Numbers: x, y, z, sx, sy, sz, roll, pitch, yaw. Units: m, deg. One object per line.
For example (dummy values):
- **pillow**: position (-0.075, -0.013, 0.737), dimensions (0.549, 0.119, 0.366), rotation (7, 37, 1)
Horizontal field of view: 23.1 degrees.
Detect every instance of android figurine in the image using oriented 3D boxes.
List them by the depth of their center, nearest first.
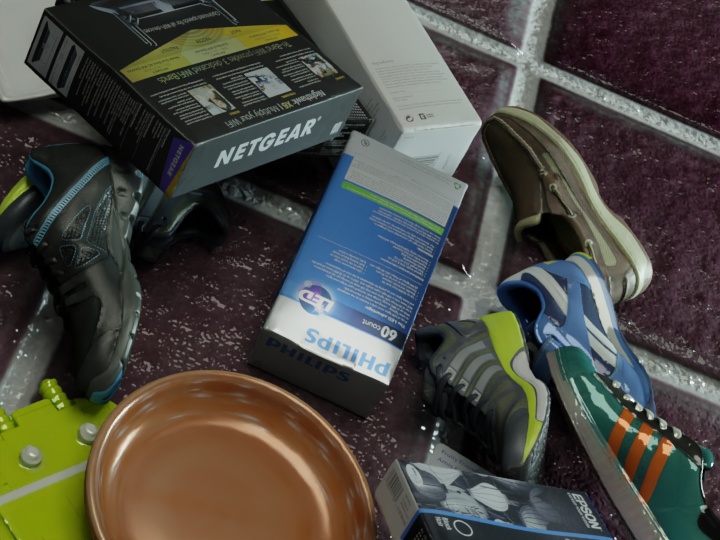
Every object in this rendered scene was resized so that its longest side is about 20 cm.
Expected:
- **android figurine**: position (-0.177, 0.158, 1.153), dimensions (0.182, 0.041, 0.200), rotation (-19, 63, -37)

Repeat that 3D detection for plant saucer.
- **plant saucer**: position (-0.086, 0.159, 1.148), dimensions (0.200, 0.037, 0.200), rotation (14, 51, -18)

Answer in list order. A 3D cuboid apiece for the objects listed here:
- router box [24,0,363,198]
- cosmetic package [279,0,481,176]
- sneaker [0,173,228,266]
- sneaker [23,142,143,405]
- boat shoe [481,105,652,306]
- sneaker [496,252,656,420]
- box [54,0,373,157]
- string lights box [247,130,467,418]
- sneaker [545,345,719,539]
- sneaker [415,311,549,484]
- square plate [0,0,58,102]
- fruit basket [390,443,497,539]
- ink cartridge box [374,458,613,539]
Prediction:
- **router box**: position (-0.118, -0.142, 1.284), dimensions (0.157, 0.052, 0.200), rotation (42, 36, 18)
- **cosmetic package**: position (0.006, -0.159, 1.474), dimensions (0.085, 0.108, 0.200), rotation (-8, 57, -31)
- **sneaker**: position (-0.181, -0.042, 1.306), dimensions (0.200, 0.074, 0.081), rotation (-15, 63, -33)
- **sneaker**: position (-0.195, 0.001, 1.214), dimensions (0.082, 0.073, 0.200), rotation (6, 57, -19)
- **boat shoe**: position (0.159, -0.054, 1.481), dimensions (0.075, 0.075, 0.202), rotation (-25, 66, -33)
- **sneaker**: position (0.168, 0.076, 1.373), dimensions (0.082, 0.074, 0.200), rotation (-4, 51, -23)
- **box**: position (-0.118, -0.166, 1.401), dimensions (0.200, 0.048, 0.193), rotation (-2, 41, -37)
- **string lights box**: position (0.000, 0.000, 1.339), dimensions (0.103, 0.059, 0.200), rotation (26, 56, -3)
- **sneaker**: position (0.208, 0.133, 1.277), dimensions (0.080, 0.071, 0.200), rotation (-29, 75, 0)
- **sneaker**: position (0.088, 0.099, 1.289), dimensions (0.081, 0.074, 0.200), rotation (-2, 26, -7)
- **square plate**: position (-0.244, -0.216, 1.456), dimensions (0.200, 0.028, 0.198), rotation (-12, 57, -34)
- **fruit basket**: position (0.107, 0.217, 1.204), dimensions (0.185, 0.094, 0.200), rotation (31, 42, 2)
- **ink cartridge box**: position (0.113, 0.182, 1.158), dimensions (0.200, 0.039, 0.100), rotation (14, 29, -30)
